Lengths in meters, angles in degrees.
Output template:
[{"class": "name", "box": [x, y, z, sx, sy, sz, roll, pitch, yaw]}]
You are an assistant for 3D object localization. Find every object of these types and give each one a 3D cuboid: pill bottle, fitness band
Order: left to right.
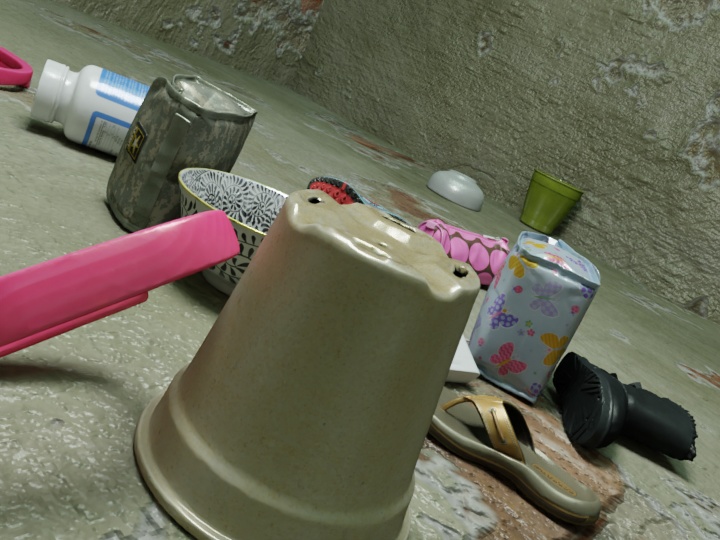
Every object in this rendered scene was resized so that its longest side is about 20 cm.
[{"class": "fitness band", "box": [-0.620, -0.343, 1.085, 0.199, 0.038, 0.143, 32, 17, 26]}, {"class": "fitness band", "box": [-0.167, 0.012, 0.393, 0.199, 0.038, 0.143, -25, 4, -31]}, {"class": "pill bottle", "box": [-0.355, -0.224, 0.966, 0.199, 0.113, 0.112, 19, 17, -26]}]

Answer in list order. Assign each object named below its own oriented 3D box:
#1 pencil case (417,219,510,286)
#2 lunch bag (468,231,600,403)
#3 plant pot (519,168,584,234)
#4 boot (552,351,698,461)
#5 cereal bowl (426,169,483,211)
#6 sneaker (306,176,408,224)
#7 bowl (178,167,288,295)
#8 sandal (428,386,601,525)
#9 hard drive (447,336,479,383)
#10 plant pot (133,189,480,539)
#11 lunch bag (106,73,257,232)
[{"class": "pencil case", "box": [0.182, -0.034, 1.212, 0.199, 0.094, 0.091, 12, 20, -37]}, {"class": "lunch bag", "box": [0.221, 0.047, 0.865, 0.126, 0.171, 0.200, 25, 15, 7]}, {"class": "plant pot", "box": [0.684, -0.243, 2.470, 0.199, 0.194, 0.201, 23, 15, -7]}, {"class": "boot", "box": [0.320, 0.176, 0.796, 0.162, 0.074, 0.198, 28, 15, -1]}, {"class": "cereal bowl", "box": [0.324, -0.277, 2.236, 0.199, 0.084, 0.200, 23, 17, -7]}, {"class": "sneaker", "box": [-0.009, -0.096, 1.187, 0.199, 0.080, 0.096, 32, 5, -9]}, {"class": "bowl", "box": [-0.115, -0.026, 0.728, 0.200, 0.095, 0.201, 24, 16, -7]}, {"class": "sandal", "box": [0.132, 0.150, 0.611, 0.199, 0.054, 0.080, 32, 17, 21]}, {"class": "hard drive", "box": [0.052, 0.032, 0.773, 0.131, 0.027, 0.201, 13, 46, -39]}, {"class": "plant pot", "box": [-0.021, 0.056, 0.442, 0.199, 0.185, 0.201, 23, 15, -7]}, {"class": "lunch bag", "box": [-0.218, -0.140, 0.805, 0.117, 0.165, 0.200, 29, 14, -7]}]
